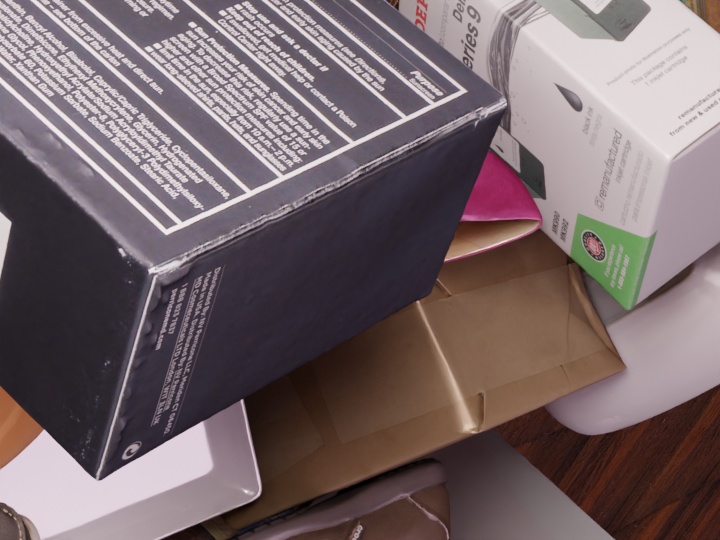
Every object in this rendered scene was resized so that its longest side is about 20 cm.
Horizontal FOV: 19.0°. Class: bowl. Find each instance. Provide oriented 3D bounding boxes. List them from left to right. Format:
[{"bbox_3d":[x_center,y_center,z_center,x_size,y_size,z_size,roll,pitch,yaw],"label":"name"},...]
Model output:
[{"bbox_3d":[0.165,-0.014,1.358,0.200,0.200,0.075,-32,148,31],"label":"bowl"}]

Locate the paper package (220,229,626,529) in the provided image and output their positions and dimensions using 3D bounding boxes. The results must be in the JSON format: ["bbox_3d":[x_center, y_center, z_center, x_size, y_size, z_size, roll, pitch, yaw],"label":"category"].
[{"bbox_3d":[0.023,0.061,1.281,0.200,0.104,0.191,-27,174,35],"label":"paper package"}]

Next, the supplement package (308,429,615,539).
[{"bbox_3d":[0.066,0.225,1.612,0.200,0.191,0.147,-46,159,-3],"label":"supplement package"}]

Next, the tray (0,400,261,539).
[{"bbox_3d":[-0.153,0.108,1.148,0.200,0.022,0.108,-20,118,-22],"label":"tray"}]

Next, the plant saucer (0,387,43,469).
[{"bbox_3d":[-0.211,0.062,0.990,0.200,0.032,0.200,-26,151,-16],"label":"plant saucer"}]

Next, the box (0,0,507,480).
[{"bbox_3d":[-0.086,-0.052,0.867,0.198,0.200,0.123,-28,150,-40],"label":"box"}]

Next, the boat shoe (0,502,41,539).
[{"bbox_3d":[-0.252,0.171,1.075,0.200,0.067,0.057,-32,146,15],"label":"boat shoe"}]

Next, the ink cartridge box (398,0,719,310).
[{"bbox_3d":[0.112,-0.099,1.159,0.084,0.200,0.146,-35,154,-23],"label":"ink cartridge box"}]

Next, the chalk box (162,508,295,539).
[{"bbox_3d":[-0.078,0.227,1.338,0.124,0.200,0.125,-29,151,-39],"label":"chalk box"}]

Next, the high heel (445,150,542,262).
[{"bbox_3d":[0.000,0.000,1.130,0.200,0.096,0.067,-39,158,-25],"label":"high heel"}]

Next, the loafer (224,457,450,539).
[{"bbox_3d":[-0.024,0.170,1.225,0.200,0.071,0.073,-20,175,-26],"label":"loafer"}]

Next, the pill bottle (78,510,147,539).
[{"bbox_3d":[-0.180,0.212,1.245,0.111,0.111,0.200,-35,155,-29],"label":"pill bottle"}]

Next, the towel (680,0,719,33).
[{"bbox_3d":[0.233,-0.134,1.279,0.147,0.022,0.200,-22,106,-49],"label":"towel"}]
